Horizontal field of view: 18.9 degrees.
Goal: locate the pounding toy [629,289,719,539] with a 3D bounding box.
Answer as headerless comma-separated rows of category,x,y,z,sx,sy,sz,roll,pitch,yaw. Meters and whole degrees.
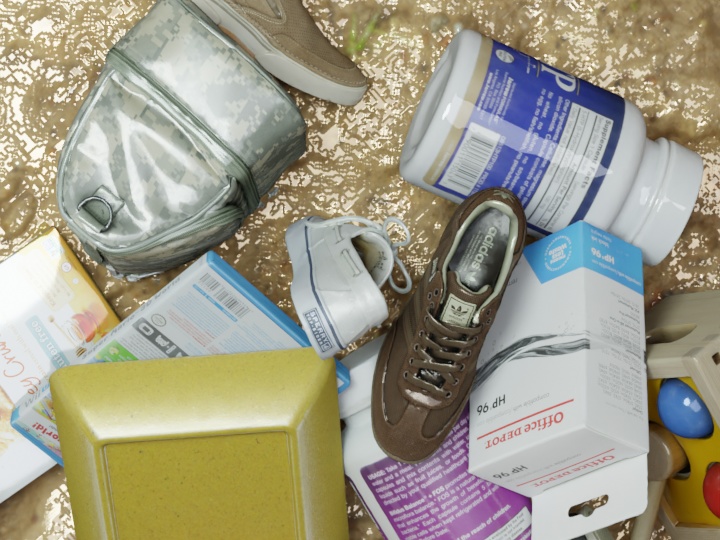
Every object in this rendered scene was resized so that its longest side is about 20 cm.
pounding toy,0.247,0.129,1.569,0.142,0.200,0.185,-35,100,-24

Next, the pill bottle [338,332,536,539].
pill bottle,0.052,0.145,1.568,0.112,0.112,0.201,-31,96,-5

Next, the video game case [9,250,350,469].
video game case,-0.126,0.089,1.518,0.200,0.018,0.143,-38,118,21

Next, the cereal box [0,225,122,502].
cereal box,-0.262,0.082,1.561,0.199,0.040,0.144,-36,97,-5

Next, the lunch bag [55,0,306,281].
lunch bag,-0.134,-0.076,1.495,0.139,0.200,0.168,43,85,1

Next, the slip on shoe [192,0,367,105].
slip on shoe,-0.070,-0.188,1.544,0.199,0.076,0.061,32,104,-17

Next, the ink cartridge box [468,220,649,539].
ink cartridge box,0.137,0.081,1.516,0.068,0.116,0.201,24,55,-35

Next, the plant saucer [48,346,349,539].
plant saucer,-0.110,0.153,1.521,0.198,0.049,0.201,-4,125,0

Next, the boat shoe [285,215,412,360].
boat shoe,-0.002,-0.004,1.508,0.086,0.202,0.075,-24,103,5

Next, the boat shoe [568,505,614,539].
boat shoe,0.181,0.263,1.591,0.067,0.072,0.201,-18,117,8

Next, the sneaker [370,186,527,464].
sneaker,0.057,0.034,1.481,0.070,0.076,0.201,20,84,4

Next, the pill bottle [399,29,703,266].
pill bottle,0.139,-0.082,1.568,0.199,0.120,0.120,23,89,-8
